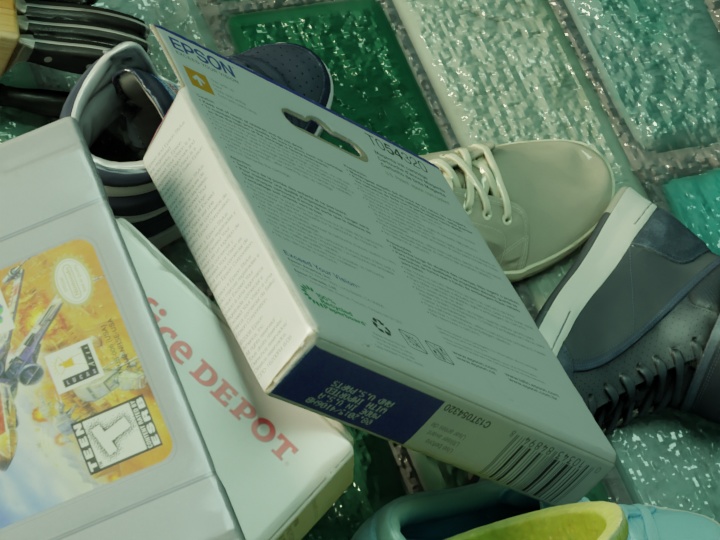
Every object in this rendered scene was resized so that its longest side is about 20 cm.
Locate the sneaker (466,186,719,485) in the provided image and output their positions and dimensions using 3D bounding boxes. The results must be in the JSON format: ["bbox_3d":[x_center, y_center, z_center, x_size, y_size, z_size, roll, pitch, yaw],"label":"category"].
[{"bbox_3d":[0.147,0.059,1.139,0.146,0.077,0.203,31,52,8],"label":"sneaker"}]

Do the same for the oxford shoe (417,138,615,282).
[{"bbox_3d":[0.047,-0.032,1.182,0.198,0.058,0.076,-12,59,-27],"label":"oxford shoe"}]

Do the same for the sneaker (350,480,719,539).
[{"bbox_3d":[0.089,0.130,1.068,0.198,0.082,0.074,-4,59,-21],"label":"sneaker"}]

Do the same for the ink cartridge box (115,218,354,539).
[{"bbox_3d":[-0.118,0.102,0.969,0.148,0.086,0.200,43,78,10],"label":"ink cartridge box"}]

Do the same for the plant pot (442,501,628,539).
[{"bbox_3d":[0.044,0.215,0.923,0.199,0.200,0.186,-24,92,-30],"label":"plant pot"}]

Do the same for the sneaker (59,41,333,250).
[{"bbox_3d":[-0.075,-0.074,1.136,0.070,0.109,0.200,44,55,13],"label":"sneaker"}]

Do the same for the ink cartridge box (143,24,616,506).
[{"bbox_3d":[0.000,0.000,1.026,0.196,0.043,0.201,24,25,-43],"label":"ink cartridge box"}]

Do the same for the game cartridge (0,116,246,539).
[{"bbox_3d":[-0.136,0.053,0.921,0.132,0.042,0.201,-21,75,-10],"label":"game cartridge"}]

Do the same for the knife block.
[{"bbox_3d":[-0.202,-0.111,1.128,0.175,0.064,0.200,39,43,4],"label":"knife block"}]
